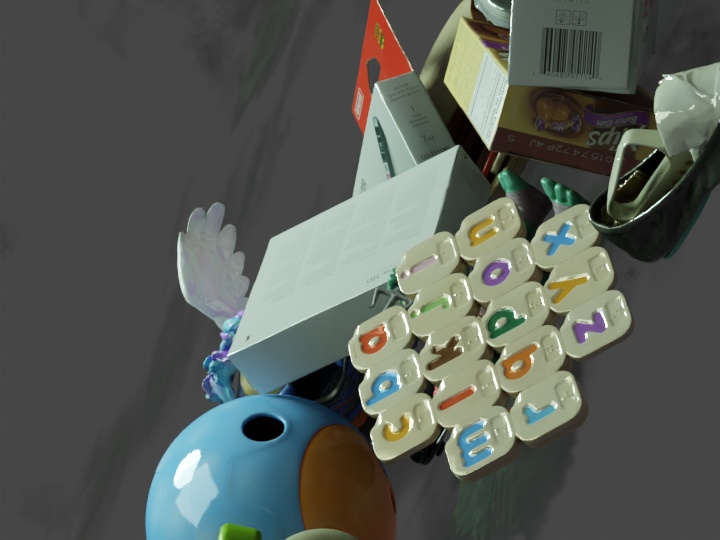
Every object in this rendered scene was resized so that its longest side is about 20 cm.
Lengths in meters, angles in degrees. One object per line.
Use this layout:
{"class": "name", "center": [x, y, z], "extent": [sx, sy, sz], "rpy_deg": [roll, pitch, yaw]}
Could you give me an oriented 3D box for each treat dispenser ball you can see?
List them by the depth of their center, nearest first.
{"class": "treat dispenser ball", "center": [-0.070, 0.199, 1.738], "extent": [0.201, 0.199, 0.202], "rpy_deg": [-160, 90, -77]}

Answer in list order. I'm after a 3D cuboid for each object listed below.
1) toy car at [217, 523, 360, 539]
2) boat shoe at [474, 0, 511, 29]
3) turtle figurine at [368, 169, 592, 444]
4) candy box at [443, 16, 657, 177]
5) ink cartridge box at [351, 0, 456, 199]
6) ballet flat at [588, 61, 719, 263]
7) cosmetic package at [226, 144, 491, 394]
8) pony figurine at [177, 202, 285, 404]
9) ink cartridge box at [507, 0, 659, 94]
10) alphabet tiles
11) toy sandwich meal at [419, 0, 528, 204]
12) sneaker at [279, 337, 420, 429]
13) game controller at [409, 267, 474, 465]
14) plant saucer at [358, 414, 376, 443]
{"class": "toy car", "center": [-0.042, 0.300, 1.609], "extent": [0.201, 0.163, 0.159], "rpy_deg": [105, 175, -49]}
{"class": "boat shoe", "center": [0.120, -0.222, 1.705], "extent": [0.202, 0.074, 0.065], "rpy_deg": [-105, -1, -64]}
{"class": "turtle figurine", "center": [0.086, 0.030, 1.546], "extent": [0.149, 0.101, 0.201], "rpy_deg": [22, 78, 44]}
{"class": "candy box", "center": [0.133, -0.120, 1.534], "extent": [0.200, 0.116, 0.057], "rpy_deg": [-110, 35, -70]}
{"class": "ink cartridge box", "center": [0.020, -0.111, 1.874], "extent": [0.200, 0.043, 0.174], "rpy_deg": [102, 144, -63]}
{"class": "ballet flat", "center": [0.195, -0.074, 1.313], "extent": [0.200, 0.068, 0.068], "rpy_deg": [122, 163, -45]}
{"class": "cosmetic package", "center": [0.000, 0.000, 1.726], "extent": [0.199, 0.052, 0.151], "rpy_deg": [-25, 27, 31]}
{"class": "pony figurine", "center": [-0.078, 0.055, 1.913], "extent": [0.201, 0.165, 0.194], "rpy_deg": [87, -173, -53]}
{"class": "ink cartridge box", "center": [0.153, -0.218, 1.437], "extent": [0.200, 0.083, 0.177], "rpy_deg": [-48, -38, -74]}
{"class": "alphabet tiles", "center": [0.085, 0.043, 1.461], "extent": [0.195, 0.015, 0.201], "rpy_deg": [-30, 46, 15]}
{"class": "toy sandwich meal", "center": [0.099, -0.141, 1.820], "extent": [0.205, 0.070, 0.207], "rpy_deg": [-160, 90, -78]}
{"class": "sneaker", "center": [-0.001, 0.054, 1.825], "extent": [0.075, 0.078, 0.201], "rpy_deg": [33, 101, 32]}
{"class": "game controller", "center": [0.082, 0.052, 1.704], "extent": [0.104, 0.042, 0.201], "rpy_deg": [-63, -1, -67]}
{"class": "plant saucer", "center": [-0.010, 0.100, 1.945], "extent": [0.200, 0.029, 0.202], "rpy_deg": [-171, 90, -71]}
